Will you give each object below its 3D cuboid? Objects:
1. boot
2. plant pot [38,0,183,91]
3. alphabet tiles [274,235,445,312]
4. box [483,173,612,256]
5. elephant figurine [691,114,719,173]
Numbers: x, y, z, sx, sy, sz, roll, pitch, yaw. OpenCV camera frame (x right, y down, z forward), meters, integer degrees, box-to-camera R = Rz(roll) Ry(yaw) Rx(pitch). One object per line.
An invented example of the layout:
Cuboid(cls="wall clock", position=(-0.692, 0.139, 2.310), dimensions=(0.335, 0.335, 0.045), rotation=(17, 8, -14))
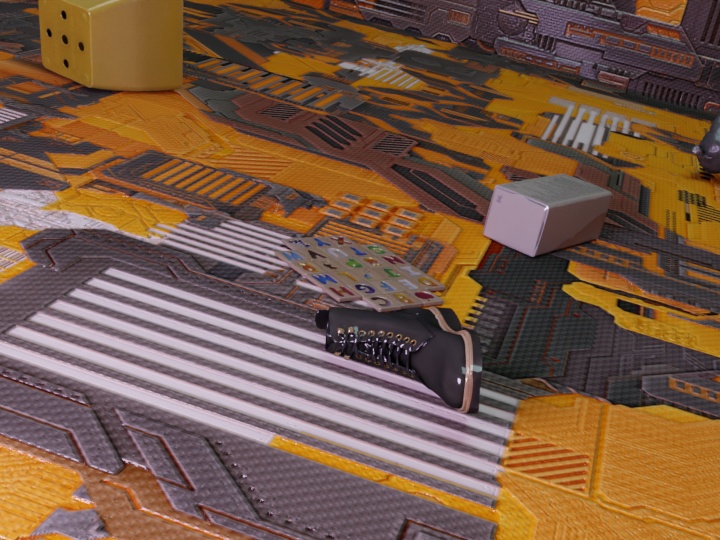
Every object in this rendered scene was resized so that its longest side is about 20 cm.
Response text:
Cuboid(cls="boot", position=(0.033, 0.082, 1.031), dimensions=(0.138, 0.078, 0.200), rotation=(5, 9, -10))
Cuboid(cls="plant pot", position=(-0.437, -0.412, 1.858), dimensions=(0.200, 0.200, 0.176), rotation=(25, 35, 30))
Cuboid(cls="alphabet tiles", position=(0.000, 0.000, 1.297), dimensions=(0.166, 0.006, 0.200), rotation=(-4, 27, -40))
Cuboid(cls="box", position=(0.274, -0.084, 1.576), dimensions=(0.095, 0.078, 0.200), rotation=(28, 25, 33))
Cuboid(cls="elephant figurine", position=(0.792, -0.228, 2.183), dimensions=(0.200, 0.155, 0.142), rotation=(29, -14, 26))
